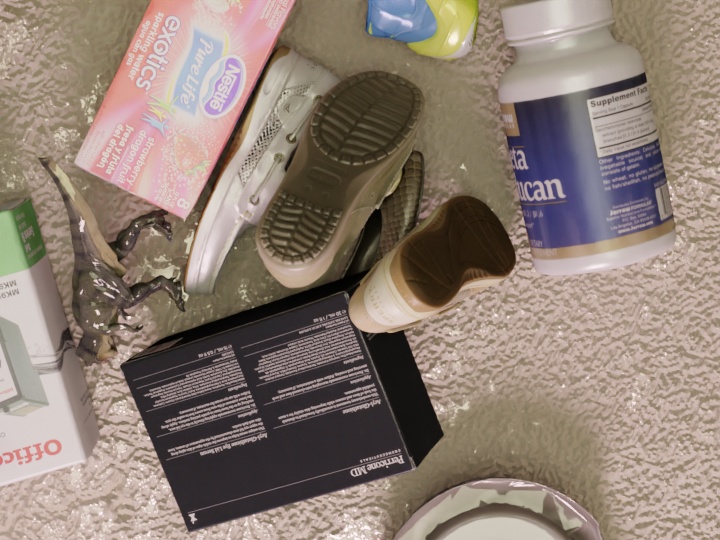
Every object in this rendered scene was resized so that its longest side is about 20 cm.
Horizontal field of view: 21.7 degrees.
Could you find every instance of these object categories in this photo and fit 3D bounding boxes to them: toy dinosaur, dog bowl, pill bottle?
[{"bbox_3d":[-0.179,-0.002,1.390,0.088,0.048,0.201,-10,127,-8],"label":"toy dinosaur"},{"bbox_3d":[0.107,0.254,1.471,0.199,0.059,0.202,0,98,-1],"label":"dog bowl"},{"bbox_3d":[0.163,-0.105,1.395,0.110,0.111,0.201,-13,98,0],"label":"pill bottle"}]

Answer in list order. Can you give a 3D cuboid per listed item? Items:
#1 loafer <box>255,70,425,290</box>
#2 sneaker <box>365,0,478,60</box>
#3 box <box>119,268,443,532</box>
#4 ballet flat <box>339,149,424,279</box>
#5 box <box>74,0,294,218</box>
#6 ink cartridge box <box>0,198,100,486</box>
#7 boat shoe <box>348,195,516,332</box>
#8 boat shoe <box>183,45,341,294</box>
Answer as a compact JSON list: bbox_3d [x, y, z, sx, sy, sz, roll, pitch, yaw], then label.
[{"bbox_3d":[-0.018,-0.066,1.377,0.075,0.068,0.200,29,59,10],"label":"loafer"},{"bbox_3d":[0.043,-0.259,1.388,0.104,0.076,0.201,4,99,-2],"label":"sneaker"},{"bbox_3d":[-0.059,0.098,1.401,0.199,0.079,0.142,-18,96,24],"label":"box"},{"bbox_3d":[0.000,0.000,1.430,0.046,0.067,0.201,18,103,-13],"label":"ballet flat"},{"bbox_3d":[-0.124,-0.151,1.385,0.094,0.103,0.201,26,96,-5],"label":"box"},{"bbox_3d":[-0.295,0.063,1.418,0.145,0.084,0.201,-16,99,1],"label":"ink cartridge box"},{"bbox_3d":[0.053,-0.001,1.379,0.065,0.200,0.072,-33,90,30],"label":"boat shoe"},{"bbox_3d":[-0.073,-0.065,1.414,0.069,0.071,0.201,24,95,-5],"label":"boat shoe"}]
